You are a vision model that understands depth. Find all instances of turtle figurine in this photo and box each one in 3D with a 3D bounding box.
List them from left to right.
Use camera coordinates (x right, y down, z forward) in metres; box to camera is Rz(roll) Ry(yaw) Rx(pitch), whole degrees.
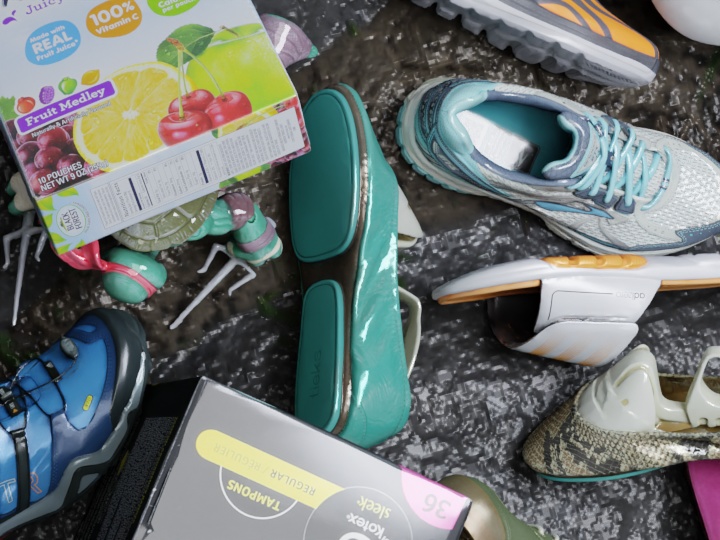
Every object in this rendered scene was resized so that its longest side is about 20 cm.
[{"bbox_3d":[-0.103,-0.048,1.376,0.149,0.101,0.200,23,76,-11],"label":"turtle figurine"}]

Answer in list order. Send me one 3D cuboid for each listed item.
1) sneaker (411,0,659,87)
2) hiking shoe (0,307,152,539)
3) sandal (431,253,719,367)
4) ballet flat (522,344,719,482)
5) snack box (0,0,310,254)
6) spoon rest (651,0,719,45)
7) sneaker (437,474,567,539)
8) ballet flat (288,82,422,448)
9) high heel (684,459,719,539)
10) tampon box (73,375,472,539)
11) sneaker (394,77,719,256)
[{"bbox_3d":[0.092,-0.184,1.435,0.200,0.078,0.112,26,82,-11],"label":"sneaker"},{"bbox_3d":[-0.190,0.093,1.324,0.200,0.074,0.087,-48,137,-1],"label":"hiking shoe"},{"bbox_3d":[0.144,0.023,1.435,0.206,0.079,0.059,-2,85,-15],"label":"sandal"},{"bbox_3d":[0.185,0.073,1.416,0.199,0.068,0.075,-2,129,11],"label":"ballet flat"},{"bbox_3d":[-0.128,-0.120,1.331,0.142,0.053,0.200,-22,55,-6],"label":"snack box"},{"bbox_3d":[0.196,-0.223,1.414,0.099,0.061,0.201,-9,103,2],"label":"spoon rest"},{"bbox_3d":[0.102,0.171,1.404,0.090,0.067,0.200,-39,122,-22],"label":"sneaker"},{"bbox_3d":[0.000,0.000,1.414,0.070,0.067,0.201,8,78,-40],"label":"ballet flat"},{"bbox_3d":[0.195,0.188,1.453,0.096,0.067,0.200,20,77,0],"label":"high heel"},{"bbox_3d":[-0.055,0.140,1.319,0.150,0.200,0.127,25,81,-11],"label":"tampon box"},{"bbox_3d":[0.121,-0.055,1.430,0.199,0.086,0.078,14,85,-12],"label":"sneaker"}]
